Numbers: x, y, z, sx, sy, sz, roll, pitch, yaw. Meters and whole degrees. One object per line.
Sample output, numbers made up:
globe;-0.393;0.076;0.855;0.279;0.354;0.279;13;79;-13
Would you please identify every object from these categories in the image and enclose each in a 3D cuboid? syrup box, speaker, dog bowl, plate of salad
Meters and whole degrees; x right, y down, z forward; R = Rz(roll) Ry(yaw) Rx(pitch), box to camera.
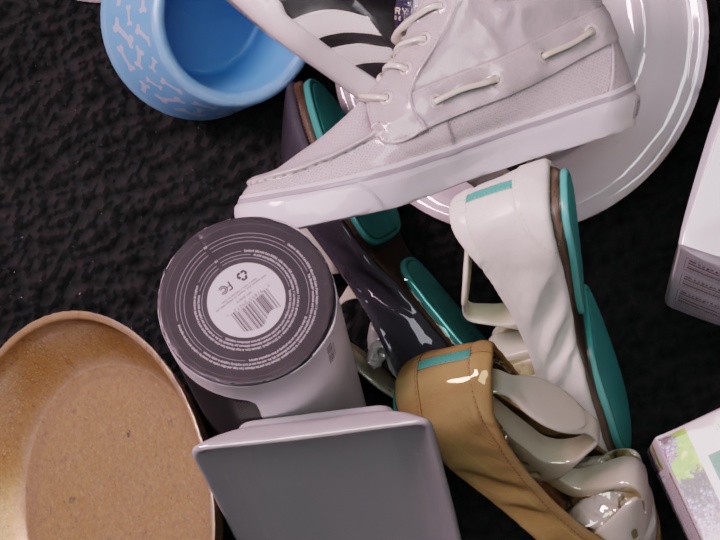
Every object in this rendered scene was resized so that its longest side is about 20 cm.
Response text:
syrup box;0.185;0.100;0.938;0.078;0.200;0.082;-25;80;4
speaker;-0.041;0.047;0.970;0.081;0.200;0.082;-1;69;4
dog bowl;-0.054;-0.171;1.052;0.111;0.050;0.201;28;85;-29
plate of salad;0.083;-0.118;1.059;0.199;0.048;0.201;-1;86;18

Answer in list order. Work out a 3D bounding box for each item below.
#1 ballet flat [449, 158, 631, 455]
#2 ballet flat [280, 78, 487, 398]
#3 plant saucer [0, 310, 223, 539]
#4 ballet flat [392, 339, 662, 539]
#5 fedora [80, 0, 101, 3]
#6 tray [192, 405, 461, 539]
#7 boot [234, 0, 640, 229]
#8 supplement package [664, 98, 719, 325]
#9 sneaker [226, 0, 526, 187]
ballet flat;0.085;0.023;0.980;0.069;0.200;0.070;-10;47;11
ballet flat;0.000;0.000;1.043;0.073;0.073;0.200;-33;86;1
plant saucer;-0.131;0.121;1.019;0.200;0.035;0.201;-1;89;41
ballet flat;0.099;0.098;0.964;0.063;0.200;0.069;-28;40;33
fedora;-0.146;-0.252;1.083;0.176;0.090;0.201;-20;80;4
tray;-0.009;0.111;0.968;0.107;0.200;0.022;-8;60;4
boot;0.026;-0.085;0.946;0.199;0.074;0.096;-19;97;-10
supplement package;0.241;-0.061;0.955;0.146;0.200;0.192;19;84;9
sneaker;0.020;-0.137;1.003;0.200;0.073;0.112;36;94;-10
